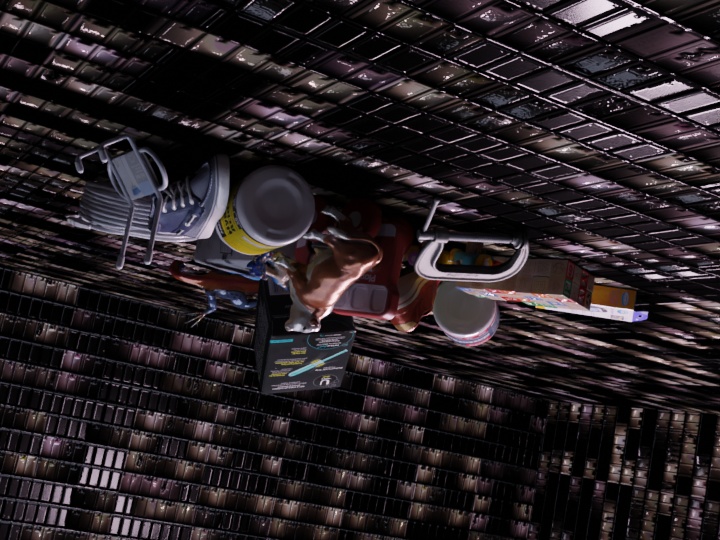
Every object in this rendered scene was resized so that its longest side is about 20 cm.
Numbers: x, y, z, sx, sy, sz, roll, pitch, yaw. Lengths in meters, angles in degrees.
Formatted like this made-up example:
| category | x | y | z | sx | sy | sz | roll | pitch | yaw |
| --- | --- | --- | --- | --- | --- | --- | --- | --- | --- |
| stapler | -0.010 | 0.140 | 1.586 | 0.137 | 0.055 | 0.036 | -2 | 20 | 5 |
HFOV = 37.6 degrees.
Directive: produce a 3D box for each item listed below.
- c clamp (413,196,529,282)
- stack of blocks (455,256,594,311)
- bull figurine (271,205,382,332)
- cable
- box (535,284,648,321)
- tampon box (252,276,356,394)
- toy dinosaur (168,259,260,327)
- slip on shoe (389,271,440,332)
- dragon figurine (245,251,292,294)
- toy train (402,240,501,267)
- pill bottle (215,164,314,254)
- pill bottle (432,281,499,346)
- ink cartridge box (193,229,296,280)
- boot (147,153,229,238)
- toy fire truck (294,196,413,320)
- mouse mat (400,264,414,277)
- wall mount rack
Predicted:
| category | x | y | z | sx | sy | sz | roll | pitch | yaw |
| --- | --- | --- | --- | --- | --- | --- | --- | --- | --- |
| c clamp | 0.163 | -0.032 | 1.531 | 0.199 | 0.027 | 0.171 | 6 | 141 | -23 |
| stack of blocks | 0.274 | 0.019 | 1.765 | 0.199 | 0.059 | 0.115 | 4 | 169 | 35 |
| bull figurine | -0.058 | 0.003 | 1.507 | 0.121 | 0.200 | 0.065 | 41 | -153 | -12 |
| cable | -0.344 | -0.096 | 1.678 | 0.199 | 0.070 | 0.200 | 11 | -172 | 8 |
| box | 0.407 | 0.053 | 1.871 | 0.199 | 0.042 | 0.119 | 6 | 169 | 14 |
| tampon box | -0.103 | 0.109 | 1.852 | 0.149 | 0.127 | 0.200 | -3 | 146 | -13 |
| toy dinosaur | -0.244 | 0.014 | 1.898 | 0.181 | 0.105 | 0.200 | 28 | 130 | -32 |
| slip on shoe | 0.086 | 0.040 | 1.640 | 0.074 | 0.061 | 0.200 | -18 | -168 | 23 |
| dragon figurine | -0.141 | -0.014 | 1.685 | 0.099 | 0.059 | 0.200 | 36 | -176 | -16 |
| toy train | 0.123 | -0.036 | 1.658 | 0.199 | 0.056 | 0.150 | 7 | -174 | -7 |
| pill bottle | -0.146 | -0.080 | 1.514 | 0.111 | 0.112 | 0.200 | 14 | 170 | -19 |
| pill bottle | 0.207 | 0.082 | 2.033 | 0.119 | 0.120 | 0.200 | 9 | 171 | 13 |
| ink cartridge box | -0.177 | -0.036 | 1.886 | 0.146 | 0.086 | 0.199 | 19 | 166 | -41 |
| boot | -0.242 | -0.100 | 1.484 | 0.090 | 0.073 | 0.200 | 2 | 153 | -19 |
| toy fire truck | -0.021 | -0.014 | 1.580 | 0.199 | 0.169 | 0.112 | 4 | 168 | 37 |
| mouse mat | 0.068 | 0.006 | 1.810 | 0.160 | 0.008 | 0.200 | -24 | -177 | -19 |
| wall mount rack | -0.329 | -0.098 | 1.490 | 0.074 | 0.174 | 0.200 | -30 | -168 | -29 |
